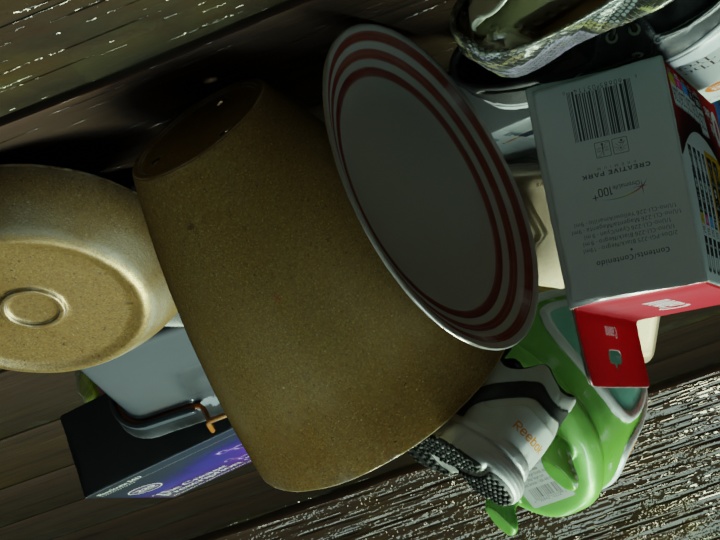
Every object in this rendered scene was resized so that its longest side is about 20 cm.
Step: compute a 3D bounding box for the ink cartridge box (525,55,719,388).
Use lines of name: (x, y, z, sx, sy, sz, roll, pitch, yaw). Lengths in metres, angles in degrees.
ink cartridge box: (0.177, -0.021, 1.134, 0.084, 0.176, 0.200, -12, 173, 18)

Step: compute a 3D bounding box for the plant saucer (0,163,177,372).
plant saucer: (-0.203, 0.011, 1.166, 0.199, 0.036, 0.200, -1, 144, -1)

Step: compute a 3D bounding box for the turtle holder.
turtle holder: (0.105, 0.069, 1.248, 0.132, 0.185, 0.141, -41, 155, -32)

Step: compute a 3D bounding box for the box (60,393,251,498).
box: (-0.121, 0.117, 1.541, 0.200, 0.079, 0.141, -26, 161, 22)

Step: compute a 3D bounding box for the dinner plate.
dinner plate: (0.036, -0.045, 1.055, 0.024, 0.201, 0.200, -27, 164, 27)

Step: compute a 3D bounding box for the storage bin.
storage bin: (-0.124, 0.038, 1.392, 0.199, 0.146, 0.134, -20, 157, 12)

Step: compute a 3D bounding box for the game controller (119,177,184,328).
game controller: (-0.086, -0.010, 1.261, 0.199, 0.042, 0.105, 4, 119, -31)

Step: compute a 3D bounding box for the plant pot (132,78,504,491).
plant pot: (-0.038, -0.007, 1.101, 0.186, 0.200, 0.187, -29, -157, 14)

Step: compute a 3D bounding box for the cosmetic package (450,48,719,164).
cosmetic package: (0.155, -0.122, 1.236, 0.200, 0.052, 0.151, -22, 169, 23)

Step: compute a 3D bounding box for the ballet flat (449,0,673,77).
ballet flat: (0.122, -0.161, 0.986, 0.200, 0.072, 0.072, -29, 163, 39)

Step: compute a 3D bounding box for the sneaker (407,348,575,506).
sneaker: (0.061, 0.081, 1.139, 0.080, 0.074, 0.200, -49, -152, -11)

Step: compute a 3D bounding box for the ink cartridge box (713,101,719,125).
ink cartridge box: (0.189, -0.037, 1.422, 0.199, 0.146, 0.084, -16, 173, -2)

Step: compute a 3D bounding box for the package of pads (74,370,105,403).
package of pads: (-0.159, 0.066, 1.595, 0.154, 0.068, 0.200, -14, 166, -18)

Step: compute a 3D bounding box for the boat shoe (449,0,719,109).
boat shoe: (0.138, -0.146, 1.084, 0.200, 0.070, 0.066, -16, 172, 33)

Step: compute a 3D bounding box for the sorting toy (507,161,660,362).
sorting toy: (0.126, -0.003, 1.317, 0.184, 0.037, 0.200, -5, 131, -10)
